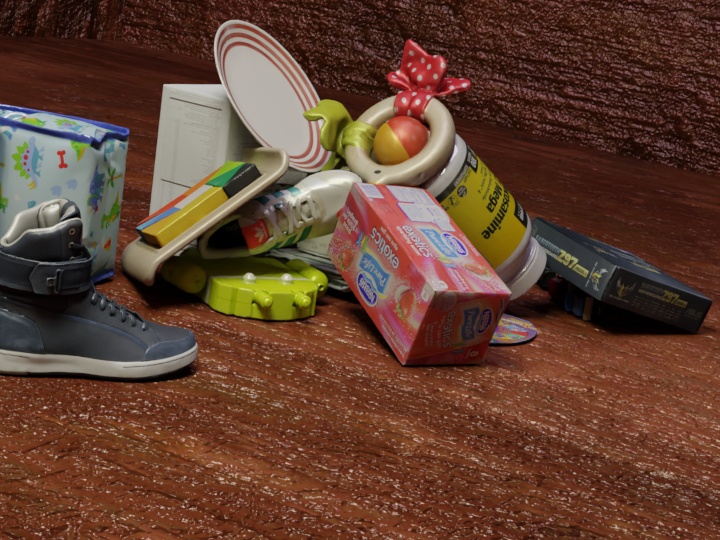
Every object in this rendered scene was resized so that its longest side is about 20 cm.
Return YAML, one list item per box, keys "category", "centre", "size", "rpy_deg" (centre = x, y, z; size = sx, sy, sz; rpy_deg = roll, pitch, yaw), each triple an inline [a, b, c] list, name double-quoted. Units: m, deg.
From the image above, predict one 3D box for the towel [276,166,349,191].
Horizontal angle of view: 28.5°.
- category: "towel"
  centre: [-0.086, -0.114, 1.823]
  size: [0.147, 0.037, 0.199]
  rpy_deg: [-13, 14, -41]

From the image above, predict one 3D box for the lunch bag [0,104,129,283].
- category: "lunch bag"
  centre: [-0.361, -0.083, 1.503]
  size: [0.198, 0.172, 0.127]
  rpy_deg: [13, 13, 14]

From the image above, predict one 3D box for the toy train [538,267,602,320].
- category: "toy train"
  centre: [0.262, 0.022, 1.807]
  size: [0.045, 0.035, 0.200]
  rpy_deg: [4, 14, -13]

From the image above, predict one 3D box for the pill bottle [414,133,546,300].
- category: "pill bottle"
  centre: [0.127, -0.058, 1.647]
  size: [0.200, 0.113, 0.112]
  rpy_deg: [45, -5, -28]

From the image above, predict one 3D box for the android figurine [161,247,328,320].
- category: "android figurine"
  centre: [-0.123, 0.012, 1.559]
  size: [0.180, 0.042, 0.200]
  rpy_deg: [3, 13, -29]

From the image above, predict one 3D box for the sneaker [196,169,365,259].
- category: "sneaker"
  centre: [-0.087, -0.051, 1.537]
  size: [0.198, 0.071, 0.094]
  rpy_deg: [-13, 18, 14]

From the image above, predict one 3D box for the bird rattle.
- category: "bird rattle"
  centre: [0.044, -0.154, 1.599]
  size: [0.198, 0.113, 0.164]
  rpy_deg: [-24, 50, -7]

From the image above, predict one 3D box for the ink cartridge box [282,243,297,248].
- category: "ink cartridge box"
  centre: [-0.035, -0.079, 1.906]
  size: [0.115, 0.068, 0.200]
  rpy_deg: [-1, 10, 14]

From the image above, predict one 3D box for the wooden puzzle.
- category: "wooden puzzle"
  centre: [-0.175, -0.067, 1.527]
  size: [0.037, 0.200, 0.185]
  rpy_deg: [51, -11, -16]

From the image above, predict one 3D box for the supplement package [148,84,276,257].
- category: "supplement package"
  centre: [-0.174, -0.115, 1.702]
  size: [0.113, 0.202, 0.109]
  rpy_deg: [17, 15, 33]

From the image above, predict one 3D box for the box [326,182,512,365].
- category: "box"
  centre: [0.058, 0.002, 1.481]
  size: [0.102, 0.095, 0.200]
  rpy_deg: [2, 34, -32]

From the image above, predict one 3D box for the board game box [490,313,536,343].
- category: "board game box"
  centre: [0.109, 0.034, 1.625]
  size: [0.199, 0.039, 0.157]
  rpy_deg: [19, 16, 35]

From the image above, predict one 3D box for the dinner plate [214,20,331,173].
- category: "dinner plate"
  centre: [-0.104, -0.197, 1.633]
  size: [0.024, 0.202, 0.200]
  rpy_deg: [-29, -6, 26]

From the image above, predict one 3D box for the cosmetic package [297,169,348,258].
- category: "cosmetic package"
  centre: [0.021, -0.069, 1.745]
  size: [0.071, 0.106, 0.199]
  rpy_deg: [16, 10, 42]

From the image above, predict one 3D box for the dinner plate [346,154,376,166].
- category: "dinner plate"
  centre: [-0.007, -0.151, 1.867]
  size: [0.198, 0.025, 0.200]
  rpy_deg: [12, -4, 1]

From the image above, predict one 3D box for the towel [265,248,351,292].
- category: "towel"
  centre: [0.000, 0.000, 1.721]
  size: [0.148, 0.031, 0.199]
  rpy_deg: [17, 12, 39]

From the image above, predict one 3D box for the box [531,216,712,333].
- category: "box"
  centre: [0.315, 0.006, 1.746]
  size: [0.199, 0.051, 0.158]
  rpy_deg: [16, 14, -39]

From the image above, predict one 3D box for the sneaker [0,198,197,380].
- category: "sneaker"
  centre: [-0.227, 0.016, 1.231]
  size: [0.200, 0.148, 0.077]
  rpy_deg: [4, 12, -30]
